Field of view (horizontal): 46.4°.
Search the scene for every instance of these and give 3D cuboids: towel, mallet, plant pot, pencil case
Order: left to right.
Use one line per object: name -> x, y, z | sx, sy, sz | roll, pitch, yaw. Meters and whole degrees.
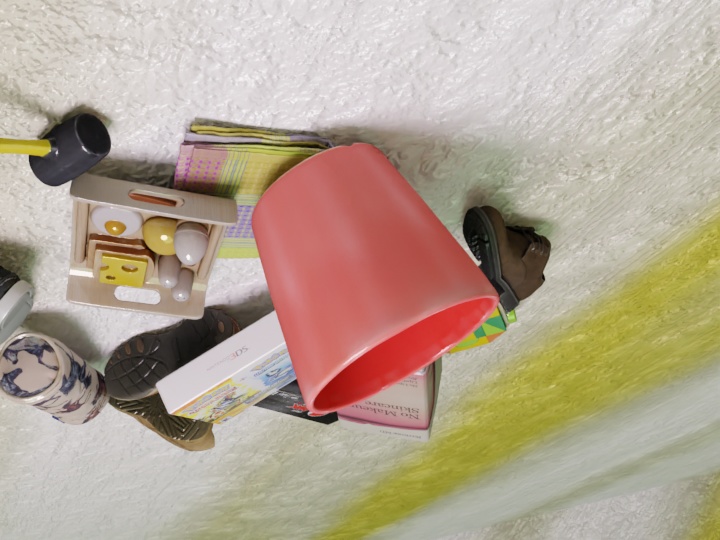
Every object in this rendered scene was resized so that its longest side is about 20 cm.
mallet -> -0.278, -0.087, 0.612 | 0.065, 0.042, 0.198 | -25, 172, 36
pencil case -> -0.362, 0.130, 0.986 | 0.087, 0.080, 0.200 | 1, 162, -1
towel -> -0.111, -0.068, 0.796 | 0.140, 0.023, 0.201 | 0, 152, -21
plant pot -> 0.000, 0.000, 0.752 | 0.197, 0.180, 0.201 | -26, 163, -9

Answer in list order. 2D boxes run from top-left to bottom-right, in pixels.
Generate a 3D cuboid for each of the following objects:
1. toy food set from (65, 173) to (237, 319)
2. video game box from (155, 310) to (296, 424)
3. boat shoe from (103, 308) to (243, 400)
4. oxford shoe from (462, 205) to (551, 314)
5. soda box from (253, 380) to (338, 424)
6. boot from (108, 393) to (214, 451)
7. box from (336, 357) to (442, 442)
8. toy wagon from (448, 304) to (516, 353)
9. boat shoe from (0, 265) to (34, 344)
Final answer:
toy food set -> -0.201, -0.011, 0.787 | 0.140, 0.062, 0.201 | 8, 149, -17
video game box -> -0.124, 0.114, 1.017 | 0.197, 0.047, 0.182 | -31, 161, 1
boat shoe -> -0.226, 0.113, 1.042 | 0.196, 0.077, 0.074 | -21, 157, 20
oxford shoe -> 0.166, -0.027, 0.936 | 0.083, 0.074, 0.200 | -32, 152, 6
soda box -> -0.085, 0.167, 1.205 | 0.070, 0.065, 0.199 | -25, 149, 28
boot -> -0.250, 0.217, 1.197 | 0.172, 0.067, 0.201 | 21, 160, 23
box -> 0.033, 0.117, 1.044 | 0.125, 0.111, 0.202 | 7, 148, 11
toy wagon -> 0.119, 0.054, 1.089 | 0.152, 0.040, 0.200 | -17, 152, 11
boat shoe -> -0.377, 0.035, 0.857 | 0.060, 0.076, 0.199 | 40, 147, -9
